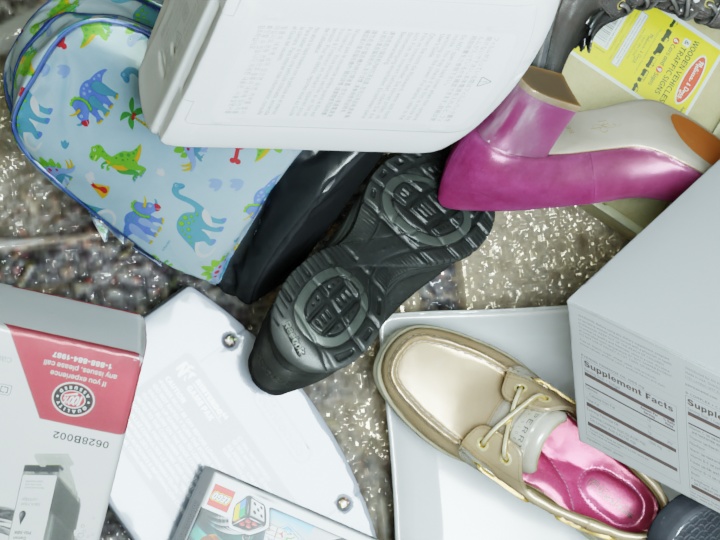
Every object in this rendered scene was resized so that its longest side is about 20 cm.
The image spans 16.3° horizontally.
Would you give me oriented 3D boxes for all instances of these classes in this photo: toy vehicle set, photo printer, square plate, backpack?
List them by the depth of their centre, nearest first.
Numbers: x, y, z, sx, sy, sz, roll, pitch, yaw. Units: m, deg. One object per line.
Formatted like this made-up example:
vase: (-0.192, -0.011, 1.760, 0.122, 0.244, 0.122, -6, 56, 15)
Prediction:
photo printer: (0.001, -0.128, 1.308, 0.199, 0.167, 0.070, 0, 58, -22)
backpack: (-0.104, -0.088, 1.430, 0.200, 0.154, 0.163, 44, 122, 7)
square plate: (0.112, 0.121, 1.514, 0.197, 0.028, 0.201, -3, 88, -11)
toy vehicle set: (0.176, -0.131, 1.537, 0.124, 0.027, 0.200, 34, 82, -7)

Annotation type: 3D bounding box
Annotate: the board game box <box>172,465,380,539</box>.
board game box: (-0.023, 0.209, 1.449, 0.199, 0.035, 0.127, 24, 87, -13)

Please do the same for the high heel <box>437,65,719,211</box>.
high heel: (0.143, -0.052, 1.485, 0.199, 0.067, 0.096, 14, 125, -35)

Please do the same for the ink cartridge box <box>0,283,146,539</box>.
ink cartridge box: (-0.211, 0.114, 1.398, 0.146, 0.083, 0.201, 12, 104, -9)

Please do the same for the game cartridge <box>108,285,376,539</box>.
game cartridge: (-0.082, 0.117, 1.477, 0.133, 0.040, 0.200, -35, 94, -6)

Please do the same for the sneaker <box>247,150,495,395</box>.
sneaker: (0.000, 0.000, 1.472, 0.076, 0.091, 0.200, 49, 54, 2)

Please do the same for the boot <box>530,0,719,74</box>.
boot: (0.189, -0.163, 1.497, 0.174, 0.069, 0.201, 22, 91, -16)

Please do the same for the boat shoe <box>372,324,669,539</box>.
boat shoe: (0.100, 0.095, 1.463, 0.200, 0.069, 0.074, 32, 82, -7)

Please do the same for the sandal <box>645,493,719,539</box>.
sandal: (0.191, 0.213, 1.486, 0.076, 0.043, 0.201, -18, 122, -32)

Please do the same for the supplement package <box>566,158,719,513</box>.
supplement package: (0.237, 0.029, 1.410, 0.155, 0.111, 0.200, 26, 51, 34)
